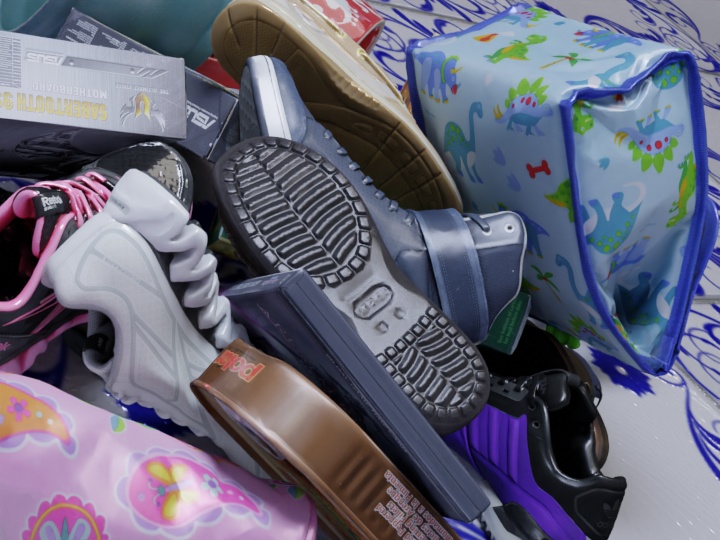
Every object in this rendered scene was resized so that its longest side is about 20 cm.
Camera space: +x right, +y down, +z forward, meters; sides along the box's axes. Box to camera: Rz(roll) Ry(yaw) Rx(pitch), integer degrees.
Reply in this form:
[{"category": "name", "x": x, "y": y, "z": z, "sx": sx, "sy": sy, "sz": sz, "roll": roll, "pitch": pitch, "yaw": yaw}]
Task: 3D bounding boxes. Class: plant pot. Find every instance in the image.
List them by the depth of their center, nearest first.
[{"category": "plant pot", "x": -0.159, "y": -0.226, "z": 1.232, "sx": 0.134, "sy": 0.201, "sz": 0.201, "roll": 31, "pitch": 21, "yaw": -26}]

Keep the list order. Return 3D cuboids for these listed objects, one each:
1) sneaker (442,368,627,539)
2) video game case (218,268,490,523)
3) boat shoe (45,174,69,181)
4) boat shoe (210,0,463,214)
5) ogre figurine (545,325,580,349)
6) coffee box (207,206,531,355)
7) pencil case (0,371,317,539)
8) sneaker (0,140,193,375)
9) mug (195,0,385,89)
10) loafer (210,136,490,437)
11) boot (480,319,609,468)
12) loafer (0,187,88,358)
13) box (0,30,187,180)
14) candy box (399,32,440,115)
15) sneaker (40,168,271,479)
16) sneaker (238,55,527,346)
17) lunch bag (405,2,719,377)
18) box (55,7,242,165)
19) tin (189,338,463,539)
[{"category": "sneaker", "x": 0.094, "y": 0.091, "z": 1.022, "sx": 0.069, "sy": 0.100, "sz": 0.200, "roll": 7, "pitch": 34, "yaw": -47}, {"category": "video game case", "x": -0.015, "y": 0.063, "z": 0.858, "sx": 0.143, "sy": 0.019, "sz": 0.200, "roll": 51, "pitch": -13, "yaw": -8}, {"category": "boat shoe", "x": -0.148, "y": -0.057, "z": 1.050, "sx": 0.065, "sy": 0.074, "sz": 0.200, "roll": 1, "pitch": 39, "yaw": -42}, {"category": "boat shoe", "x": -0.005, "y": -0.102, "z": 1.031, "sx": 0.200, "sy": 0.073, "sz": 0.069, "roll": 47, "pitch": 33, "yaw": -17}, {"category": "ogre figurine", "x": 0.156, "y": -0.002, "z": 1.297, "sx": 0.119, "sy": 0.099, "sz": 0.200, "roll": 1, "pitch": 8, "yaw": -27}, {"category": "coffee box", "x": 0.000, "y": 0.000, "z": 1.073, "sx": 0.198, "sy": 0.044, "sz": 0.123, "roll": 22, "pitch": -5, "yaw": -10}, {"category": "pencil case", "x": -0.119, "y": 0.107, "z": 0.761, "sx": 0.198, "sy": 0.088, "sz": 0.088, "roll": 23, "pitch": 25, "yaw": -22}, {"category": "sneaker", "x": -0.153, "y": -0.016, "z": 0.854, "sx": 0.079, "sy": 0.096, "sz": 0.200, "roll": 36, "pitch": 51, "yaw": 13}, {"category": "mug", "x": -0.101, "y": -0.209, "z": 1.386, "sx": 0.199, "sy": 0.178, "sz": 0.133, "roll": 37, "pitch": -13, "yaw": 3}, {"category": "loafer", "x": -0.016, "y": 0.017, "z": 0.891, "sx": 0.073, "sy": 0.071, "sz": 0.201, "roll": -28, "pitch": 71, "yaw": -28}, {"category": "boot", "x": 0.138, "y": 0.083, "z": 1.114, "sx": 0.096, "sy": 0.075, "sz": 0.200, "roll": 21, "pitch": 17, "yaw": -28}, {"category": "loafer", "x": -0.171, "y": -0.010, "z": 0.940, "sx": 0.199, "sy": 0.063, "sz": 0.072, "roll": 34, "pitch": 26, "yaw": 5}, {"category": "box", "x": -0.219, "y": -0.092, "z": 0.926, "sx": 0.198, "sy": 0.049, "sz": 0.158, "roll": 3, "pitch": -8, "yaw": -40}, {"category": "candy box", "x": 0.055, "y": -0.098, "z": 1.325, "sx": 0.055, "sy": 0.116, "sz": 0.201, "roll": 25, "pitch": 24, "yaw": -12}, {"category": "sneaker", "x": -0.096, "y": 0.045, "z": 0.858, "sx": 0.075, "sy": 0.081, "sz": 0.201, "roll": 29, "pitch": -28, "yaw": 49}, {"category": "sneaker", "x": 0.014, "y": -0.040, "z": 0.979, "sx": 0.145, "sy": 0.077, "sz": 0.205, "roll": -16, "pitch": 85, "yaw": -15}, {"category": "lunch bag", "x": 0.129, "y": -0.048, "z": 1.041, "sx": 0.126, "sy": 0.202, "sz": 0.170, "roll": -21, "pitch": 27, "yaw": -25}, {"category": "box", "x": -0.096, "y": -0.099, "z": 1.122, "sx": 0.199, "sy": 0.049, "sz": 0.161, "roll": 31, "pitch": 2, "yaw": 42}, {"category": "tin", "x": -0.006, "y": 0.109, "z": 0.825, "sx": 0.200, "sy": 0.042, "sz": 0.112, "roll": 50, "pitch": -19, "yaw": -30}]
